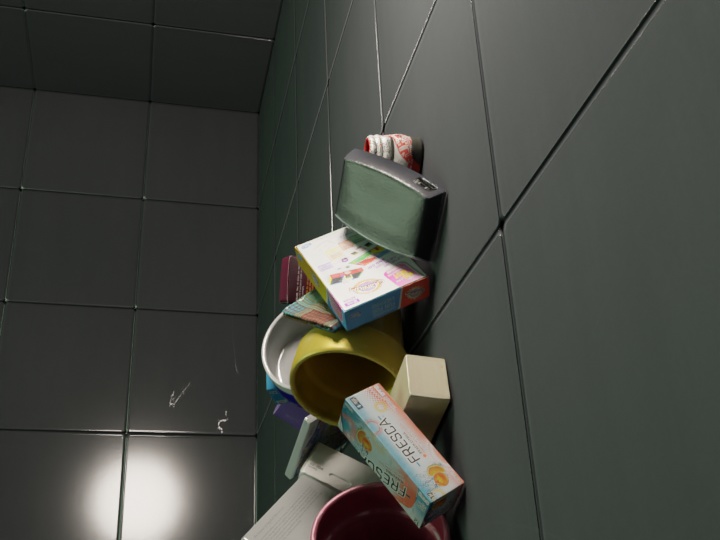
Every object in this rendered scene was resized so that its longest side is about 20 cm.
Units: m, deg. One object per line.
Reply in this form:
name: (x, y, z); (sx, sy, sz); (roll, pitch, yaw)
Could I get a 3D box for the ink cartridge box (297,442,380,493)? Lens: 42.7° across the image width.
ink cartridge box: (-0.047, 0.433, 1.690); (0.083, 0.145, 0.202); (-54, -16, -50)

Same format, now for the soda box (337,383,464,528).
soda box: (0.054, 0.257, 1.294); (0.200, 0.068, 0.064); (47, 139, 31)

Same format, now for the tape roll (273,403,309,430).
tape roll: (-0.101, 0.239, 1.962); (0.202, 0.084, 0.200); (-59, 2, 3)

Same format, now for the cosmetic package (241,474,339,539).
cosmetic package: (-0.069, 0.470, 1.507); (0.199, 0.197, 0.125); (-35, -37, -56)

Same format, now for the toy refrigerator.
toy refrigerator: (0.078, 0.224, 1.395); (0.077, 0.069, 0.202); (-94, 16, -46)

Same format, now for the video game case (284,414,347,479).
video game case: (-0.053, 0.293, 1.714); (0.018, 0.199, 0.145); (36, 125, 24)

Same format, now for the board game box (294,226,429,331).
board game box: (0.000, 0.000, 1.493); (0.200, 0.151, 0.041); (51, 156, 48)

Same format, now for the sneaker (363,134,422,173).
sneaker: (0.042, -0.129, 1.558); (0.067, 0.106, 0.206); (-149, 63, -75)

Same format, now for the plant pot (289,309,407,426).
plant pot: (-0.006, 0.132, 1.554); (0.191, 0.197, 0.203); (-77, 3, -46)

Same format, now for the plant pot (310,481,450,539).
plant pot: (0.035, 0.434, 1.300); (0.201, 0.196, 0.182); (-110, 11, -60)

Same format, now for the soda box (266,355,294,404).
soda box: (-0.084, 0.202, 1.813); (0.065, 0.196, 0.069); (68, -167, -52)

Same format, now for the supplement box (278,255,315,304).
supplement box: (-0.045, 0.024, 1.693); (0.110, 0.196, 0.087); (173, 101, -77)

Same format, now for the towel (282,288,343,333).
towel: (-0.017, 0.033, 1.529); (0.145, 0.199, 0.022); (11, 128, 49)

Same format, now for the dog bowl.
dog bowl: (-0.085, 0.158, 1.754); (0.079, 0.196, 0.203); (68, -167, -52)

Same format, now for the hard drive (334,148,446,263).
hard drive: (0.040, -0.103, 1.467); (0.199, 0.042, 0.137); (29, 119, 35)
